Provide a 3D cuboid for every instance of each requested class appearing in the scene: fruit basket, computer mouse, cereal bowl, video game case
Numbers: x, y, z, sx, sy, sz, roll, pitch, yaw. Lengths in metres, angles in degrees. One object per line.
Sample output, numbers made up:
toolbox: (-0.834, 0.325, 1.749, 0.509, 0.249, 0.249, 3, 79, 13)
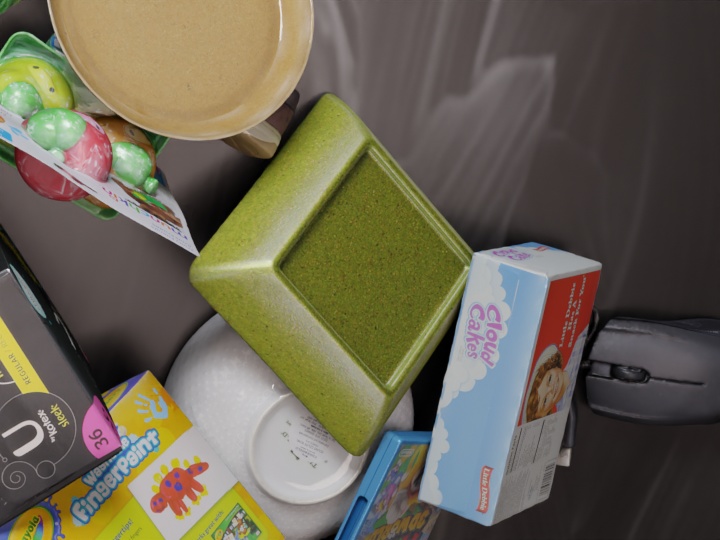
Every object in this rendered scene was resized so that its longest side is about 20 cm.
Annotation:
fruit basket: (-0.193, -0.091, 1.307, 0.185, 0.200, 0.094, 32, 95, -20)
computer mouse: (0.240, 0.090, 1.559, 0.200, 0.053, 0.139, -1, 104, -16)
cereal bowl: (-0.050, 0.121, 1.468, 0.200, 0.083, 0.201, -4, 106, -14)
video game case: (0.014, 0.217, 1.497, 0.143, 0.018, 0.200, 11, 106, -64)

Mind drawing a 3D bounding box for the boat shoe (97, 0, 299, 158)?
boat shoe: (-0.130, -0.159, 1.381, 0.200, 0.072, 0.065, 37, 73, -16)

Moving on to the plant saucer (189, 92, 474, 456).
plant saucer: (0.000, 0.000, 1.419, 0.200, 0.048, 0.200, 48, 58, -21)

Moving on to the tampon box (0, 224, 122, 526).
tampon box: (-0.265, 0.065, 1.327, 0.126, 0.200, 0.150, -32, 111, -6)

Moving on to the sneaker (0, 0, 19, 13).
sneaker: (-0.245, -0.212, 1.322, 0.200, 0.084, 0.074, -41, 111, -3)

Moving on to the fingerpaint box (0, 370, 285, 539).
fingerpaint box: (-0.173, 0.199, 1.364, 0.167, 0.073, 0.200, 52, 45, -11)

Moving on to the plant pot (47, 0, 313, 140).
plant pot: (-0.127, -0.185, 1.332, 0.200, 0.027, 0.201, 6, 77, -28)

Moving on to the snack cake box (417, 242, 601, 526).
snack cake box: (0.116, 0.085, 1.483, 0.115, 0.067, 0.200, -8, 113, -60)
